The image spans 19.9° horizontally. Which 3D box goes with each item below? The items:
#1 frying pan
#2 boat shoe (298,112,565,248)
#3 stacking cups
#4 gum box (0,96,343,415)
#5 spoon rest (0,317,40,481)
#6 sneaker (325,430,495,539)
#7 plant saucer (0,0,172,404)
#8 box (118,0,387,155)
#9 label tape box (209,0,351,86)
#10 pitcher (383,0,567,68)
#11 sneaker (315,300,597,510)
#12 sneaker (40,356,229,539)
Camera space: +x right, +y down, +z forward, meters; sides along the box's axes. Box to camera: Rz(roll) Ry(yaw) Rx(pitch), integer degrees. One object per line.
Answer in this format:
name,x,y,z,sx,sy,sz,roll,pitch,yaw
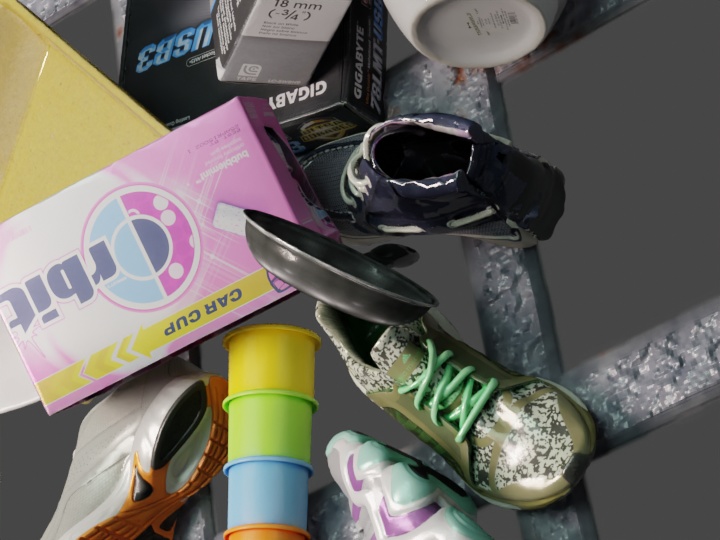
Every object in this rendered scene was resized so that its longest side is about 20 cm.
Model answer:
frying pan,-0.015,-0.007,1.119,0.190,0.115,0.031,-116,52,-80
boat shoe,0.016,-0.060,1.190,0.199,0.093,0.075,2,71,40
stacking cups,-0.049,0.133,1.185,0.060,0.060,0.201,-17,64,33
gum box,-0.114,-0.011,1.203,0.199,0.066,0.114,-27,88,13
spoon rest,-0.223,0.063,1.310,0.099,0.060,0.200,49,125,25
sneaker,0.020,0.182,1.086,0.200,0.078,0.140,37,95,44
plant saucer,-0.191,-0.049,1.338,0.200,0.048,0.201,40,121,31
box,-0.071,-0.164,1.344,0.199,0.050,0.199,-14,61,35
label tape box,-0.036,-0.222,1.200,0.200,0.063,0.145,123,144,-55
pitcher,0.057,-0.235,1.186,0.121,0.172,0.201,-11,61,19
sneaker,0.041,0.065,1.114,0.200,0.089,0.077,30,90,43
sneaker,-0.153,0.138,1.263,0.200,0.076,0.092,-53,39,-3
